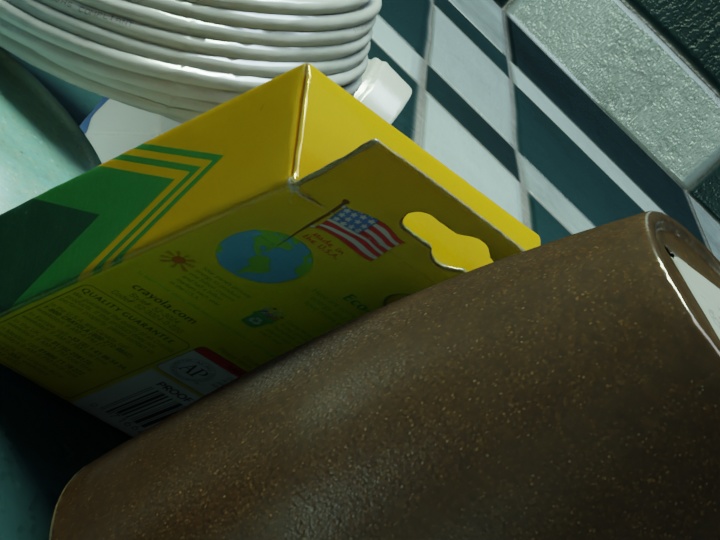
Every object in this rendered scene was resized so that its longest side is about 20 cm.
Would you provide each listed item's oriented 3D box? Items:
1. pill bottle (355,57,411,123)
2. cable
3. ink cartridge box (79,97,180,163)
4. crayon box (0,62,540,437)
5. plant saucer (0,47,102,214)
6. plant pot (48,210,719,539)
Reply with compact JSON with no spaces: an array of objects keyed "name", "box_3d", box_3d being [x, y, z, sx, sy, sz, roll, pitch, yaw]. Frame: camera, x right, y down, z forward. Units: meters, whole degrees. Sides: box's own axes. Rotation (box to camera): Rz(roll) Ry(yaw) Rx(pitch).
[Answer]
[{"name":"pill bottle","box_3d":[-0.068,-0.142,1.165,0.200,0.112,0.112,43,14,-8]},{"name":"cable","box_3d":[-0.089,-0.129,0.892,0.198,0.070,0.200,9,25,-28]},{"name":"ink cartridge box","box_3d":[-0.041,-0.038,1.029,0.137,0.076,0.200,49,13,16]},{"name":"crayon box","box_3d":[-0.027,0.001,0.695,0.127,0.199,0.051,35,48,-38]},{"name":"plant saucer","box_3d":[-0.157,-0.057,0.813,0.201,0.039,0.201,43,13,-13]},{"name":"plant pot","box_3d":[0.040,0.078,0.617,0.187,0.200,0.187,45,19,-20]}]
